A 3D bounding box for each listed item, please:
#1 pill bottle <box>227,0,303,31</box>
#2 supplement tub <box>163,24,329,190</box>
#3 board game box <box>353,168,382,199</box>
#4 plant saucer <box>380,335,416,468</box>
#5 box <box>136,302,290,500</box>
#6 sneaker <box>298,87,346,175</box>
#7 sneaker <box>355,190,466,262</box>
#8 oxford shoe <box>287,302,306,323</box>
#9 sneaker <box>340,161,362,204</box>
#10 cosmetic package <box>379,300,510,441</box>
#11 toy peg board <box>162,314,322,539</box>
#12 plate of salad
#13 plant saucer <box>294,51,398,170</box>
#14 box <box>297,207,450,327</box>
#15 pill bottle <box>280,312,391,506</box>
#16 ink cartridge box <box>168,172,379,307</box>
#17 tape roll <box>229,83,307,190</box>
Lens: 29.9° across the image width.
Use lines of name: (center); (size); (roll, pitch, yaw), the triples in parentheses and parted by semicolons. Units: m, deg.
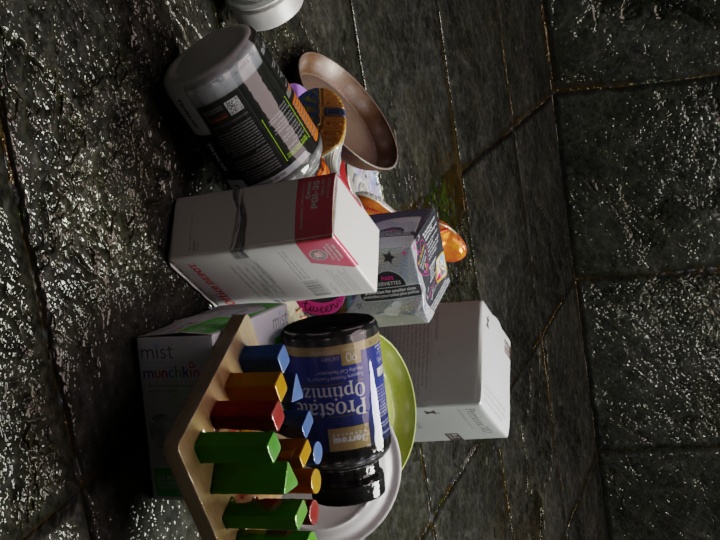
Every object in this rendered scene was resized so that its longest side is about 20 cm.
pill bottle: (-0.141, -0.386, 1.586); (0.201, 0.113, 0.115); (65, 28, -44)
supplement tub: (-0.123, -0.165, 1.525); (0.201, 0.122, 0.123); (58, 32, -30)
board game box: (0.005, -0.113, 2.058); (0.200, 0.026, 0.201); (-58, 139, -58)
plant saucer: (0.000, 0.176, 1.712); (0.199, 0.031, 0.202); (14, 72, -48)
box: (-0.151, 0.137, 1.472); (0.200, 0.096, 0.178); (-20, 107, -68)
sneaker: (-0.056, -0.127, 1.667); (0.088, 0.075, 0.202); (99, -7, -65)
sneaker: (0.060, -0.045, 1.954); (0.073, 0.199, 0.078); (124, -22, -46)
oxford shoe: (-0.082, 0.070, 1.705); (0.071, 0.073, 0.202); (-37, 120, -67)
sneaker: (-0.045, -0.099, 1.866); (0.085, 0.076, 0.202); (7, 69, -64)
cosmetic package: (0.111, 0.156, 2.039); (0.165, 0.198, 0.166); (48, 41, -58)
toy peg board: (-0.090, 0.182, 1.359); (0.200, 0.097, 0.201); (-65, 147, -49)
plate of salad: (-0.051, 0.232, 1.601); (0.048, 0.198, 0.202); (180, -95, -88)
plant saucer: (-0.026, -0.214, 1.878); (0.200, 0.034, 0.201); (41, 28, -27)
box: (0.000, 0.000, 1.764); (0.132, 0.198, 0.116); (-55, 135, -60)
pill bottle: (-0.024, 0.155, 1.517); (0.112, 0.111, 0.202); (-30, 114, -68)
ink cartridge box: (-0.095, -0.029, 1.511); (0.147, 0.198, 0.083); (51, 37, -57)
tape roll: (-0.101, -0.133, 1.715); (0.200, 0.065, 0.202); (-6, 90, -70)
